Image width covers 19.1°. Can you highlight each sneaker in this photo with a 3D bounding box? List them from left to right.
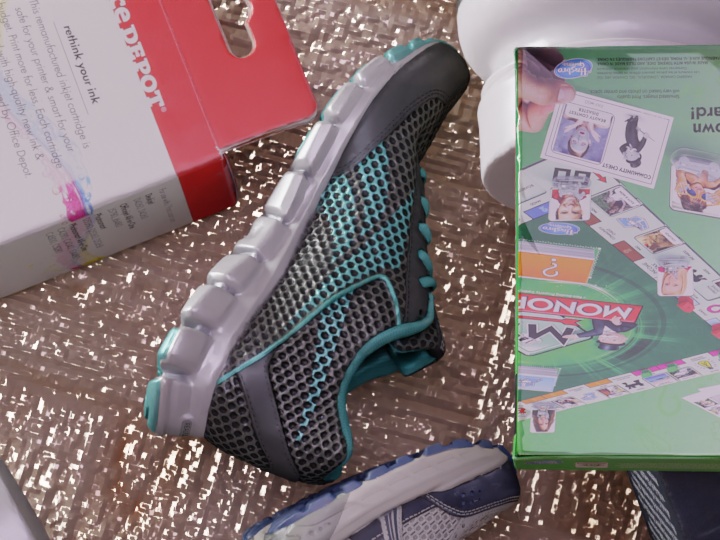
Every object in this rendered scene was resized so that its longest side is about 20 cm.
[{"bbox_3d":[-0.015,0.130,0.798,0.199,0.077,0.086,-26,88,-30],"label":"sneaker"},{"bbox_3d":[0.000,0.000,0.842,0.091,0.078,0.201,31,70,5],"label":"sneaker"}]

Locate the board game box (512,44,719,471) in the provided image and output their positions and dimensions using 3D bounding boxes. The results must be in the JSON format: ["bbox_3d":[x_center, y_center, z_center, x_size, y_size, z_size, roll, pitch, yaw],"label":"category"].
[{"bbox_3d":[0.147,-0.004,0.679,0.198,0.029,0.136,0,78,5],"label":"board game box"}]

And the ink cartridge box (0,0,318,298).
[{"bbox_3d":[-0.126,-0.065,0.869,0.199,0.067,0.117,-21,74,-5],"label":"ink cartridge box"}]

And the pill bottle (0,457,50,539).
[{"bbox_3d":[-0.204,0.148,0.788,0.199,0.111,0.111,-31,76,-7],"label":"pill bottle"}]

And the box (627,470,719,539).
[{"bbox_3d":[0.183,0.089,0.758,0.148,0.107,0.201,-22,100,0],"label":"box"}]

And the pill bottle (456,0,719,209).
[{"bbox_3d":[0.091,-0.128,0.785,0.113,0.114,0.201,0,71,1],"label":"pill bottle"}]
